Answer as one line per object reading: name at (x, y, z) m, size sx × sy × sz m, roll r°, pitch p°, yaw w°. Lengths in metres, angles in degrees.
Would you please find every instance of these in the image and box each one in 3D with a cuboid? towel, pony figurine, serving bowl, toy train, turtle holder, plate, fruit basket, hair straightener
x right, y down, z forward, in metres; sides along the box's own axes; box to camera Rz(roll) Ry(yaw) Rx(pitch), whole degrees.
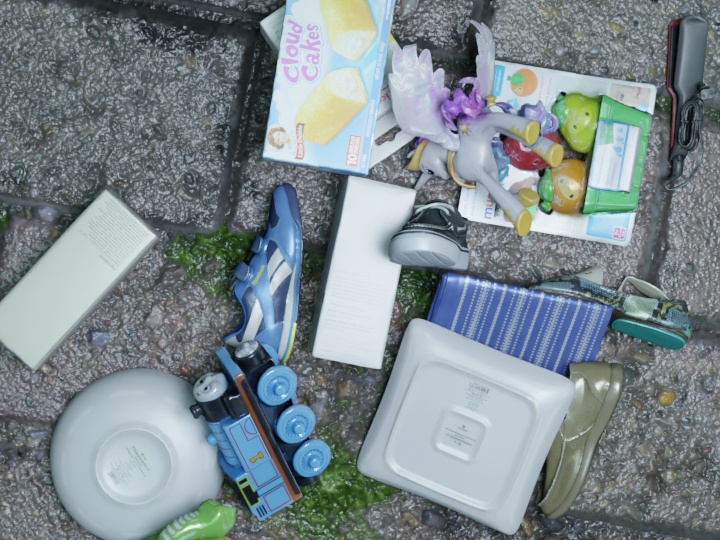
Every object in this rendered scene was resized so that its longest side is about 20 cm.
towel at (0.169, 0.080, 1.408) m, size 0.199 × 0.024 × 0.145 m, roll 12°, pitch 119°, yaw -7°
pony figurine at (0.119, -0.152, 1.329) m, size 0.166 × 0.200 × 0.194 m, roll -20°, pitch 124°, yaw -37°
serving bowl at (-0.249, 0.212, 1.382) m, size 0.199 × 0.066 × 0.201 m, roll 0°, pitch 93°, yaw -4°
toy train at (-0.111, 0.171, 1.356) m, size 0.114 × 0.087 × 0.201 m, roll -30°, pitch 121°, yaw -13°
turtle holder at (-0.181, 0.335, 1.356) m, size 0.131 × 0.141 × 0.187 m, roll -8°, pitch 94°, yaw -24°
plate at (0.113, 0.179, 1.387) m, size 0.199 × 0.032 × 0.201 m, roll 22°, pitch 105°, yaw 7°
fruit basket at (0.221, -0.134, 1.400) m, size 0.199 × 0.094 × 0.186 m, roll 10°, pitch 91°, yaw -2°
hair straightener at (0.370, -0.191, 1.417) m, size 0.041 × 0.077 × 0.201 m, roll 8°, pitch 91°, yaw -7°

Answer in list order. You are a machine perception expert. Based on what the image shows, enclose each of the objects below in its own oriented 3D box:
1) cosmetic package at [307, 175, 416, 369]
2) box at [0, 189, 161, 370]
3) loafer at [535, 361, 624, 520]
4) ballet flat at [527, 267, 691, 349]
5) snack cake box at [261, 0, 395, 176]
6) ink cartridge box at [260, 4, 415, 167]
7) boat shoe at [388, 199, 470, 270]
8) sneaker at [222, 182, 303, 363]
cosmetic package at (0.000, 0.000, 1.374) m, size 0.081 × 0.113 × 0.201 m, roll 10°, pitch 90°, yaw -6°
box at (-0.314, 0.009, 1.366) m, size 0.082 × 0.068 × 0.200 m, roll 44°, pitch 88°, yaw -5°
loafer at (0.237, 0.187, 1.416) m, size 0.067 × 0.076 × 0.201 m, roll 22°, pitch 103°, yaw 7°
ballet flat at (0.286, 0.034, 1.432) m, size 0.199 × 0.074 × 0.075 m, roll 18°, pitch 90°, yaw -7°
snack cake box at (-0.034, -0.207, 1.317) m, size 0.114 × 0.067 × 0.201 m, roll 9°, pitch 92°, yaw -4°
ink cartridge box at (-0.010, -0.220, 1.386) m, size 0.116 × 0.067 × 0.200 m, roll -35°, pitch 95°, yaw -3°
boat shoe at (0.073, -0.040, 1.307) m, size 0.072 × 0.200 × 0.071 m, roll 3°, pitch 88°, yaw 12°
sneaker at (-0.105, 0.001, 1.384) m, size 0.082 × 0.074 × 0.201 m, roll 6°, pitch 90°, yaw -3°
